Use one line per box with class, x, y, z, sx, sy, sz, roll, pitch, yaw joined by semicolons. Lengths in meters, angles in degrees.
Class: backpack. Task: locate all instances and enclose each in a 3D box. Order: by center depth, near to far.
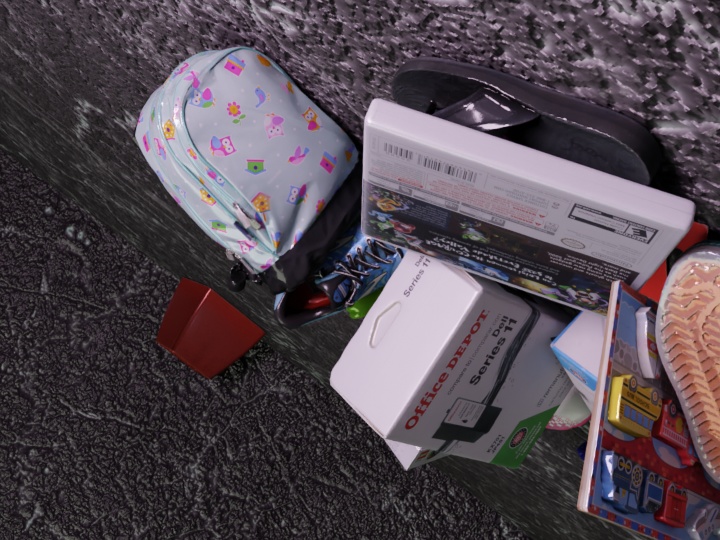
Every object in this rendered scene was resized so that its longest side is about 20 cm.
backpack;-0.092;-0.098;0.894;0.200;0.167;0.126;45;148;-18

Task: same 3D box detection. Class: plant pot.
plant pot;-0.394;0.156;2.597;0.200;0.176;0.200;41;167;-27

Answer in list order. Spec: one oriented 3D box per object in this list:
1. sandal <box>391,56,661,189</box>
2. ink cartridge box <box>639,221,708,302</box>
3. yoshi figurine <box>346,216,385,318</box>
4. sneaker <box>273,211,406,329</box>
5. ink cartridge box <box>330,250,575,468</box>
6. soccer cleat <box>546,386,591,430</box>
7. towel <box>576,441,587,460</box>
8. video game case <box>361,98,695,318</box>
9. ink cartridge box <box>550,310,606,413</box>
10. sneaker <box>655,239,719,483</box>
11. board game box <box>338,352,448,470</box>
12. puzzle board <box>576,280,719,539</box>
sandal;0.087;-0.086;0.642;0.200;0.048;0.075;24;164;40
ink cartridge box;0.146;-0.020;0.742;0.200;0.050;0.161;32;168;29
yoshi figurine;0.031;0.009;1.038;0.200;0.112;0.112;40;174;-6
sneaker;0.000;0.000;0.929;0.200;0.090;0.078;-34;106;30
ink cartridge box;0.092;0.076;0.870;0.200;0.147;0.083;21;-166;-46
soccer cleat;0.178;0.121;1.123;0.086;0.070;0.200;30;172;-21
towel;0.374;0.288;1.289;0.200;0.050;0.148;39;167;-17
video game case;0.097;-0.034;0.684;0.199;0.023;0.182;19;161;6
ink cartridge box;0.250;0.114;0.882;0.116;0.068;0.200;39;173;40
sneaker;0.249;0.053;0.691;0.071;0.080;0.200;5;130;36
board game box;0.086;0.117;1.033;0.200;0.035;0.126;-9;-129;-42
puzzle board;0.218;0.111;0.713;0.017;0.151;0.200;-3;158;43
